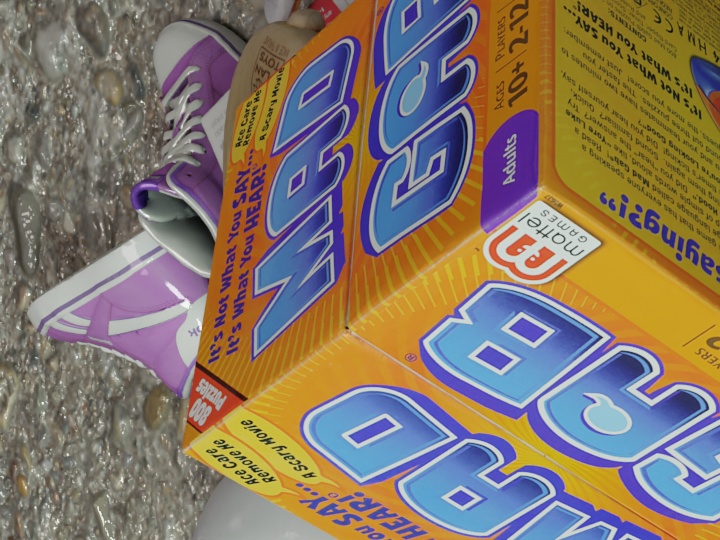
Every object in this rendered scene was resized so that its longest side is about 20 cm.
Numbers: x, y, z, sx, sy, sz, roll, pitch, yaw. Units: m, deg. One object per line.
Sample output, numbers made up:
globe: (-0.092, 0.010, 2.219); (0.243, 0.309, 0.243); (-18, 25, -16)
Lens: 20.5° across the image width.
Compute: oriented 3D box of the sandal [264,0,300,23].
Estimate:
sandal: (-0.005, -0.230, 1.135); (0.079, 0.059, 0.207); (165, 120, -74)

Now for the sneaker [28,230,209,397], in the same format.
sneaker: (-0.147, 0.043, 1.302); (0.114, 0.073, 0.200); (57, 153, -7)

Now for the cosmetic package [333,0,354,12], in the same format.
cosmetic package: (0.071, -0.191, 0.951); (0.200, 0.165, 0.165); (54, 159, 29)

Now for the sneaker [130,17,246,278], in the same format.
sneaker: (-0.101, -0.078, 1.220); (0.073, 0.114, 0.201); (-53, 56, 37)

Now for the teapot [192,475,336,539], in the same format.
teapot: (0.009, 0.142, 1.103); (0.198, 0.199, 0.146); (105, -175, -63)

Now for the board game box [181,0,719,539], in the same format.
board game box: (0.075, -0.002, 0.809); (0.200, 0.200, 0.200); (-37, 32, 35)

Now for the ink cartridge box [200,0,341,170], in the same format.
ink cartridge box: (0.010, -0.041, 1.127); (0.147, 0.083, 0.200); (-41, 64, 40)

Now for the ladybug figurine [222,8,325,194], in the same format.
ladybug figurine: (-0.017, -0.034, 0.994); (0.136, 0.072, 0.201); (39, 135, 51)
